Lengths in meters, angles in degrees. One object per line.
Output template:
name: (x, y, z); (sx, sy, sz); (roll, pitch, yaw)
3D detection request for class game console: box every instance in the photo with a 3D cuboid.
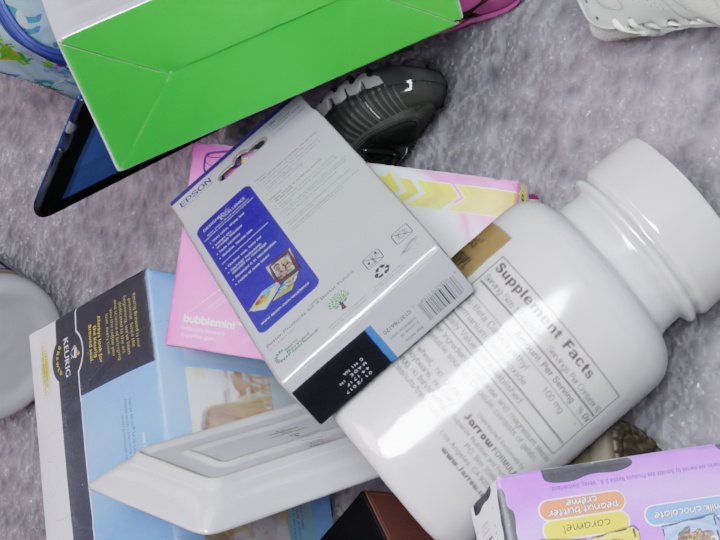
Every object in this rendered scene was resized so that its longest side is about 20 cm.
game console: (-0.079, -0.099, 1.007); (0.169, 0.200, 0.120); (15, 121, 30)

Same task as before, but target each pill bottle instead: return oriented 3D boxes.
pill bottle: (-0.323, 0.028, 1.274); (0.199, 0.115, 0.117); (29, 103, 45)
pill bottle: (0.086, 0.033, 0.813); (0.200, 0.114, 0.115); (-41, 51, 0)

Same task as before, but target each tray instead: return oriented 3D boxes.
tray: (-0.040, 0.098, 0.911); (0.107, 0.199, 0.022); (12, 108, 45)

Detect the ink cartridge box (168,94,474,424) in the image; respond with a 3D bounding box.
ink cartridge box: (-0.026, -0.013, 0.837); (0.099, 0.039, 0.200); (-41, 35, 3)

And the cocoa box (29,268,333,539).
cocoa box: (-0.109, 0.119, 1.022); (0.131, 0.132, 0.202); (-26, 64, 40)

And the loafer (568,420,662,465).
loafer: (0.129, 0.177, 0.815); (0.068, 0.075, 0.202); (-29, 53, 40)

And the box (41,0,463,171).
box: (-0.073, -0.173, 0.881); (0.198, 0.097, 0.177); (-23, 47, -3)

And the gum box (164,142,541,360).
gum box: (0.000, 0.000, 0.924); (0.197, 0.066, 0.115); (8, 88, 14)

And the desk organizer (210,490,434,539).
desk organizer: (-0.023, 0.165, 0.879); (0.072, 0.199, 0.077); (-50, 49, 27)

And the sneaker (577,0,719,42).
sneaker: (0.162, -0.146, 0.849); (0.200, 0.075, 0.093); (54, 127, 46)

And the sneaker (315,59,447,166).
sneaker: (-0.011, -0.051, 1.007); (0.199, 0.066, 0.091); (-33, 63, 41)

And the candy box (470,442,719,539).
candy box: (0.149, 0.182, 0.718); (0.072, 0.166, 0.202); (109, 153, -68)

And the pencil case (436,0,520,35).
pencil case: (0.046, -0.243, 0.964); (0.090, 0.094, 0.202); (-12, 71, 3)

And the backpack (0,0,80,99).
backpack: (-0.177, -0.212, 1.108); (0.146, 0.199, 0.186); (0, 81, 45)
